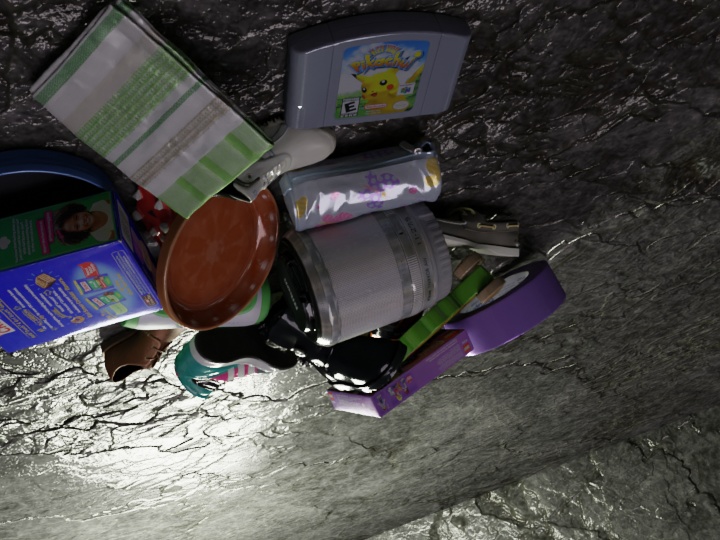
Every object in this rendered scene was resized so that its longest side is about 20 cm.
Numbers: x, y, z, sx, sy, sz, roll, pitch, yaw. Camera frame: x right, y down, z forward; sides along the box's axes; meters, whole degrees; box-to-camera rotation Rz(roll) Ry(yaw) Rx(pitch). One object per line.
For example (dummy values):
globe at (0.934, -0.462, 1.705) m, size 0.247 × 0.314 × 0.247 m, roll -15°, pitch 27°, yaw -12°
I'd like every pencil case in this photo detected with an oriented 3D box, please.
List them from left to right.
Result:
pencil case at (0.001, -0.108, 1.004) m, size 0.199 × 0.083 × 0.091 m, roll -14°, pitch 169°, yaw -5°

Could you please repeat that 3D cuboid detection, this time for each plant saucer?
plant saucer at (-0.177, -0.022, 1.004) m, size 0.200 × 0.032 × 0.201 m, roll -39°, pitch 142°, yaw -40°

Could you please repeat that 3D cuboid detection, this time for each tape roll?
tape roll at (0.235, 0.061, 1.338) m, size 0.200 × 0.066 × 0.200 m, roll -32°, pitch -177°, yaw 2°

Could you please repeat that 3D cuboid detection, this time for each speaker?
speaker at (-0.230, 0.037, 1.123) m, size 0.199 × 0.089 × 0.088 m, roll 0°, pitch 146°, yaw -29°

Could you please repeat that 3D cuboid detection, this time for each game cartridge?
game cartridge at (0.018, -0.218, 0.879) m, size 0.199 × 0.041 × 0.134 m, roll -10°, pitch 146°, yaw -14°

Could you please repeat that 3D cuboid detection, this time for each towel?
towel at (-0.202, -0.153, 0.795) m, size 0.149 × 0.031 × 0.200 m, roll -32°, pitch 122°, yaw 29°

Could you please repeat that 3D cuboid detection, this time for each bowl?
bowl at (-0.372, -0.063, 0.922) m, size 0.200 × 0.039 × 0.201 m, roll -13°, pitch 150°, yaw -8°

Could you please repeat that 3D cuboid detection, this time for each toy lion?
toy lion at (0.127, 0.061, 1.215) m, size 0.192 × 0.069 × 0.200 m, roll -44°, pitch 172°, yaw 8°

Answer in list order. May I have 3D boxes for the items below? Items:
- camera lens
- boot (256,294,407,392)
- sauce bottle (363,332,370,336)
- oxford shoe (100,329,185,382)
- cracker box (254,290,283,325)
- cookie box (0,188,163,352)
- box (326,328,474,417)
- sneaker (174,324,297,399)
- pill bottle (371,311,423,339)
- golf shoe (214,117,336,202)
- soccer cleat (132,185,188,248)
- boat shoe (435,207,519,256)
camera lens at (0.000, 0.000, 1.069) m, size 0.199 × 0.160 × 0.160 m, roll -19°, pitch 152°, yaw -17°
boot at (-0.048, 0.100, 1.150) m, size 0.168 × 0.077 × 0.200 m, roll 37°, pitch 154°, yaw -18°
sauce bottle at (-0.014, 0.083, 1.232) m, size 0.066 × 0.066 × 0.200 m, roll -14°, pitch 142°, yaw -6°
oxford shoe at (-0.308, 0.108, 1.220) m, size 0.200 × 0.071 × 0.071 m, roll -34°, pitch 146°, yaw 23°
cracker box at (-0.129, 0.092, 1.300) m, size 0.199 × 0.058 × 0.134 m, roll -15°, pitch 148°, yaw -6°
cookie box at (-0.350, 0.005, 0.933) m, size 0.199 × 0.075 × 0.171 m, roll -16°, pitch 151°, yaw -4°
box at (0.061, 0.154, 1.257) m, size 0.200 × 0.039 × 0.137 m, roll -31°, pitch -167°, yaw -29°
sneaker at (-0.198, 0.142, 1.213) m, size 0.121 × 0.084 × 0.200 m, roll -34°, pitch 151°, yaw 33°
pill bottle at (0.054, 0.039, 1.262) m, size 0.106 × 0.106 × 0.200 m, roll -9°, pitch 150°, yaw -15°
golf shoe at (-0.117, -0.114, 0.919) m, size 0.199 × 0.097 × 0.078 m, roll -12°, pitch 149°, yaw -13°
soccer cleat at (-0.220, -0.052, 1.008) m, size 0.085 × 0.068 × 0.200 m, roll -49°, pitch 144°, yaw -31°
boat shoe at (0.158, -0.061, 1.198) m, size 0.201 × 0.061 × 0.072 m, roll 9°, pitch 179°, yaw -35°
